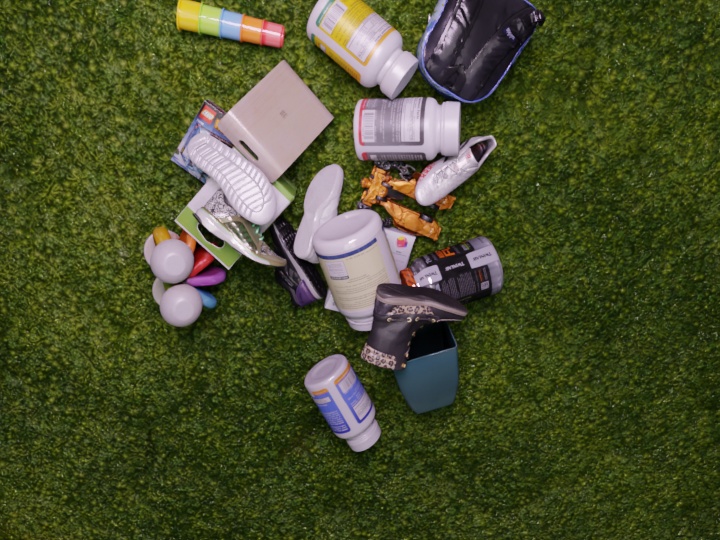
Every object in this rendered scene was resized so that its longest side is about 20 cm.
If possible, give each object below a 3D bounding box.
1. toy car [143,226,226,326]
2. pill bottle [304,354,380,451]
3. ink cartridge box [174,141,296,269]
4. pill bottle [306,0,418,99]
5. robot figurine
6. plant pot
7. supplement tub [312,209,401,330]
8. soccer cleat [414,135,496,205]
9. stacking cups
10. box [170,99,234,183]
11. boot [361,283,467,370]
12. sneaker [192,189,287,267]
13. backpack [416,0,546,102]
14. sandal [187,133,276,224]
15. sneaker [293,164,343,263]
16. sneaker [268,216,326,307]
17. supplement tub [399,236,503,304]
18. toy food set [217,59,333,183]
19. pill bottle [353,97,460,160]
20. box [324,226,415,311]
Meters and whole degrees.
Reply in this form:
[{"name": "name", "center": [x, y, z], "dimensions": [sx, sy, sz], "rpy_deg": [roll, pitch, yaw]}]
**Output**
[{"name": "toy car", "center": [-0.349, 0.005, 1.184], "dimensions": [0.147, 0.174, 0.206], "rpy_deg": [-14, 110, -24]}, {"name": "pill bottle", "center": [-0.034, 0.302, 1.312], "dimensions": [0.110, 0.112, 0.203], "rpy_deg": [-27, 108, 6]}, {"name": "ink cartridge box", "center": [-0.243, -0.131, 1.143], "dimensions": [0.147, 0.076, 0.200], "rpy_deg": [42, 104, -15]}, {"name": "pill bottle", "center": [0.007, -0.411, 1.063], "dimensions": [0.199, 0.113, 0.114], "rpy_deg": [40, 103, 2]}, {"name": "robot figurine", "center": [0.088, -0.146, 1.202], "dimensions": [0.196, 0.058, 0.148], "rpy_deg": [22, 105, -10]}, {"name": "plant pot", "center": [0.136, 0.205, 1.265], "dimensions": [0.138, 0.143, 0.204], "rpy_deg": [-15, 127, 0]}, {"name": "supplement tub", "center": [0.000, 0.000, 1.151], "dimensions": [0.141, 0.146, 0.204], "rpy_deg": [-18, 116, 4]}, {"name": "soccer cleat", "center": [0.186, -0.200, 1.141], "dimensions": [0.199, 0.085, 0.069], "rpy_deg": [-39, 101, -17]}, {"name": "stacking cups", "center": [-0.239, -0.462, 1.091], "dimensions": [0.194, 0.061, 0.062], "rpy_deg": [7, 108, -9]}, {"name": "box", "center": [-0.260, -0.223, 1.171], "dimensions": [0.198, 0.040, 0.138], "rpy_deg": [35, 104, -12]}, {"name": "boot", "center": [0.100, 0.112, 1.120], "dimensions": [0.195, 0.073, 0.154], "rpy_deg": [9, 110, -27]}, {"name": "sneaker", "center": [-0.211, -0.078, 1.091], "dimensions": [0.198, 0.077, 0.090], "rpy_deg": [35, 88, -18]}, {"name": "backpack", "center": [0.200, -0.419, 1.072], "dimensions": [0.180, 0.147, 0.203], "rpy_deg": [29, 101, -12]}, {"name": "sandal", "center": [-0.228, -0.170, 1.066], "dimensions": [0.082, 0.050, 0.203], "rpy_deg": [-43, 93, -6]}, {"name": "sneaker", "center": [-0.071, -0.114, 1.206], "dimensions": [0.087, 0.074, 0.205], "rpy_deg": [20, 91, -47]}, {"name": "sneaker", "center": [-0.158, -0.013, 1.228], "dimensions": [0.086, 0.076, 0.203], "rpy_deg": [-24, 102, 20]}, {"name": "supplement tub", "center": [0.186, 0.016, 1.212], "dimensions": [0.195, 0.123, 0.126], "rpy_deg": [-18, 108, -6]}, {"name": "toy food set", "center": [-0.155, -0.283, 1.103], "dimensions": [0.144, 0.060, 0.201], "rpy_deg": [45, 63, -16]}, {"name": "pill bottle", "center": [0.091, -0.269, 1.111], "dimensions": [0.194, 0.114, 0.117], "rpy_deg": [2, 109, 12]}, {"name": "box", "center": [0.018, 0.000, 1.255], "dimensions": [0.152, 0.041, 0.205], "rpy_deg": [13, 108, -8]}]
